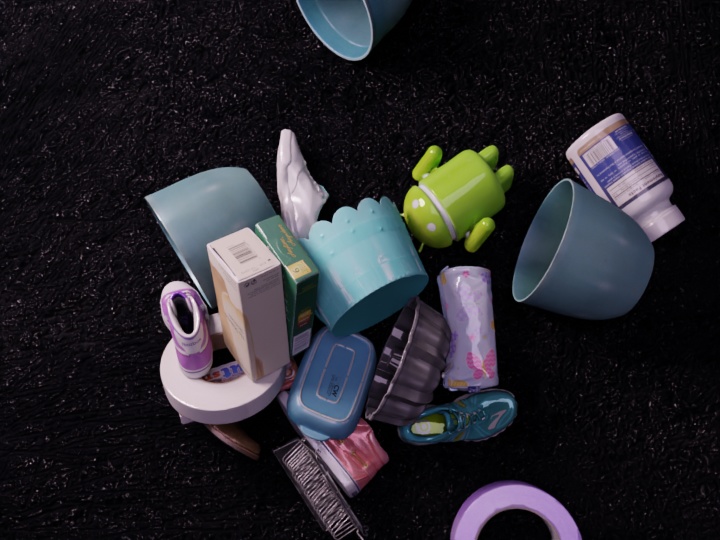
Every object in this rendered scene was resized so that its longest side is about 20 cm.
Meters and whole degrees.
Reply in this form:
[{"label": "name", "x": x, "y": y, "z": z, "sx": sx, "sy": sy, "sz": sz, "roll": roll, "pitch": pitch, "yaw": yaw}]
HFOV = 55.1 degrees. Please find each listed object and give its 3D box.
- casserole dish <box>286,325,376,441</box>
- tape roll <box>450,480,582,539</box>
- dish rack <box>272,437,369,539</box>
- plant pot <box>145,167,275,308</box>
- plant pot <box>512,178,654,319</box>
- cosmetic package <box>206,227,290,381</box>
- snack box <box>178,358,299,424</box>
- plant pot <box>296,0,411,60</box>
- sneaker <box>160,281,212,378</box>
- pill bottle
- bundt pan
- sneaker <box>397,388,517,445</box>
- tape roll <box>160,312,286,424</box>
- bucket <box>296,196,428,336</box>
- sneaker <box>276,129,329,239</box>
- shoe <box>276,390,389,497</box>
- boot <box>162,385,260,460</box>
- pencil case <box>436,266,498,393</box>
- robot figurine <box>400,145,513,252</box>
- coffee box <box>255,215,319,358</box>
[{"label": "casserole dish", "x": -0.041, "y": 0.169, "z": 1.094, "sx": 0.119, "sy": 0.039, "sz": 0.203, "roll": 20, "pitch": 57, "yaw": 1}, {"label": "tape roll", "x": 0.237, "y": 0.430, "z": 1.057, "sx": 0.195, "sy": 0.066, "sz": 0.205, "roll": -1, "pitch": 80, "yaw": 4}, {"label": "dish rack", "x": -0.059, "y": 0.325, "z": 1.019, "sx": 0.054, "sy": 0.200, "sz": 0.155, "roll": -34, "pitch": 94, "yaw": -15}, {"label": "plant pot", "x": -0.222, "y": -0.068, "z": 1.106, "sx": 0.159, "sy": 0.201, "sz": 0.202, "roll": -32, "pitch": 79, "yaw": -13}, {"label": "plant pot", "x": 0.351, "y": -0.017, "z": 1.072, "sx": 0.158, "sy": 0.201, "sz": 0.204, "roll": 21, "pitch": 81, "yaw": -3}, {"label": "cosmetic package", "x": -0.163, "y": 0.053, "z": 1.019, "sx": 0.070, "sy": 0.203, "sz": 0.105, "roll": -24, "pitch": 45, "yaw": -26}, {"label": "snack box", "x": -0.197, "y": 0.180, "z": 1.105, "sx": 0.196, "sy": 0.025, "sz": 0.072, "roll": -16, "pitch": 47, "yaw": -18}, {"label": "plant pot", "x": 0.012, "y": -0.502, "z": 1.184, "sx": 0.200, "sy": 0.201, "sz": 0.188, "roll": 44, "pitch": 69, "yaw": 10}, {"label": "sneaker", "x": -0.275, "y": 0.057, "z": 1.081, "sx": 0.071, "sy": 0.116, "sz": 0.201, "roll": -18, "pitch": 43, "yaw": -17}, {"label": "pill bottle", "x": 0.434, "y": -0.143, "z": 1.125, "sx": 0.110, "sy": 0.111, "sz": 0.202, "roll": -31, "pitch": 80, "yaw": -3}, {"label": "bundt pan", "x": 0.079, "y": 0.146, "z": 1.057, "sx": 0.075, "sy": 0.202, "sz": 0.205, "roll": 23, "pitch": 82, "yaw": -3}, {"label": "sneaker", "x": 0.155, "y": 0.239, "z": 1.089, "sx": 0.196, "sy": 0.080, "sz": 0.079, "roll": -15, "pitch": 79, "yaw": 0}, {"label": "tape roll", "x": -0.214, "y": 0.149, "z": 1.092, "sx": 0.198, "sy": 0.038, "sz": 0.205, "roll": 0, "pitch": 42, "yaw": 0}, {"label": "bucket", "x": 0.000, "y": 0.000, "z": 1.077, "sx": 0.204, "sy": 0.208, "sz": 0.136, "roll": -29, "pitch": 72, "yaw": -2}, {"label": "sneaker", "x": -0.097, "y": -0.142, "z": 1.186, "sx": 0.086, "sy": 0.075, "sz": 0.205, "roll": -5, "pitch": 85, "yaw": -10}, {"label": "shoe", "x": -0.044, "y": 0.255, "z": 1.108, "sx": 0.091, "sy": 0.072, "sz": 0.201, "roll": -37, "pitch": 75, "yaw": -17}, {"label": "boot", "x": -0.227, "y": 0.225, "z": 1.123, "sx": 0.199, "sy": 0.074, "sz": 0.076, "roll": 40, "pitch": 74, "yaw": 11}, {"label": "pencil case", "x": 0.172, "y": 0.094, "z": 1.113, "sx": 0.089, "sy": 0.083, "sz": 0.205, "roll": -4, "pitch": 79, "yaw": 12}, {"label": "robot figurine", "x": 0.156, "y": -0.117, "z": 1.134, "sx": 0.198, "sy": 0.116, "sz": 0.177, "roll": -34, "pitch": 75, "yaw": -2}, {"label": "coffee box", "x": -0.114, "y": 0.029, "z": 1.040, "sx": 0.043, "sy": 0.202, "sz": 0.124, "roll": -23, "pitch": 58, "yaw": -24}]
